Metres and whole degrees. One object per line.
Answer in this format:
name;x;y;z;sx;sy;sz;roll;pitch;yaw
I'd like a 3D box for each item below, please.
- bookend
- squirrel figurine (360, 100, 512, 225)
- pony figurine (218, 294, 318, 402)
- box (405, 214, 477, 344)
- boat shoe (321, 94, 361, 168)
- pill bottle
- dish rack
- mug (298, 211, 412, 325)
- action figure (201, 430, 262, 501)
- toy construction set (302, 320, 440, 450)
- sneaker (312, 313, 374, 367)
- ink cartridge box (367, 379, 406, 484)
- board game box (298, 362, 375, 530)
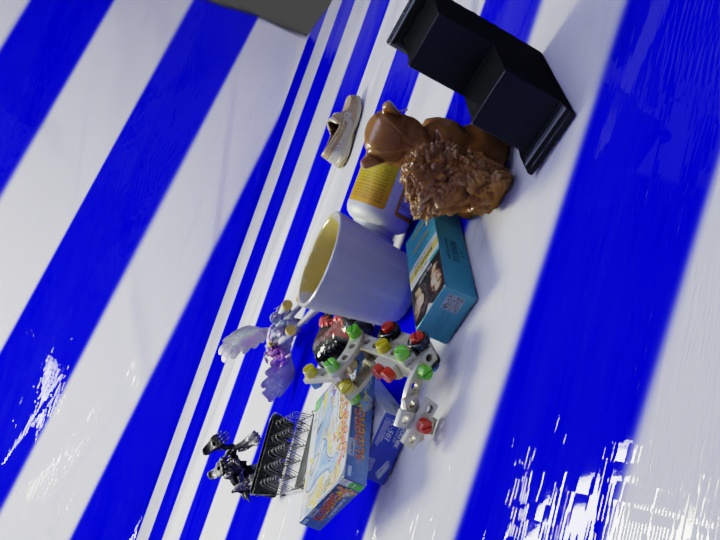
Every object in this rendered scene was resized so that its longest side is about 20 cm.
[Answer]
bookend;0.143;-0.242;1.080;0.093;0.196;0.201;-56;21;29
squirrel figurine;0.096;-0.148;1.137;0.143;0.184;0.201;-61;18;22
pony figurine;-0.166;0.140;1.759;0.193;0.167;0.201;-40;-9;-39
box;0.105;-0.001;1.172;0.083;0.048;0.201;-59;19;31
boat shoe;-0.047;-0.342;2.058;0.074;0.068;0.203;-42;31;57
pill bottle;0.044;-0.129;1.421;0.203;0.111;0.113;-70;16;-1
dish rack;-0.126;0.319;1.525;0.200;0.054;0.156;-38;35;61
mug;0.004;-0.002;1.321;0.150;0.151;0.188;-57;19;35
action figure;-0.235;0.386;1.718;0.200;0.100;0.121;57;-168;-63
toy construction set;0.028;0.134;1.098;0.131;0.093;0.199;-42;44;-21
sneaker;-0.031;0.119;1.433;0.200;0.070;0.100;160;129;-72
ink cartridge box;0.010;0.214;1.224;0.095;0.044;0.200;-66;16;5
board game box;-0.029;0.231;1.182;0.136;0.034;0.202;-52;21;39
